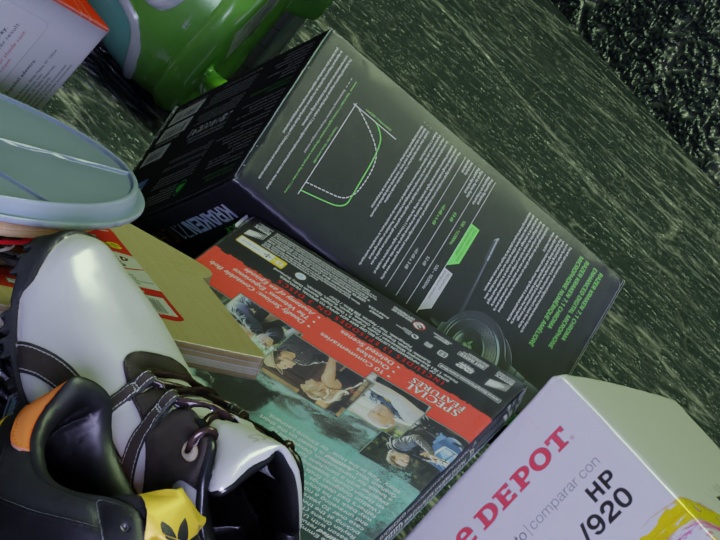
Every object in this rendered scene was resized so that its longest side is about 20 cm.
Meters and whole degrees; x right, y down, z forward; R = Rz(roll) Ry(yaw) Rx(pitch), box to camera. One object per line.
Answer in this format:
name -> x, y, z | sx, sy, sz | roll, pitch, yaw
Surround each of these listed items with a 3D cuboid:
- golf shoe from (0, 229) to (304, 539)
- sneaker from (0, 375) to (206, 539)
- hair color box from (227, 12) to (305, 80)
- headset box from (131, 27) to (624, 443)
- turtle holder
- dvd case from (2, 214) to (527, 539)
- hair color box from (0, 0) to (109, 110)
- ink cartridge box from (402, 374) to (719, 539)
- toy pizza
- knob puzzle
golf shoe -> -0.059, 0.063, 1.018 | 0.078, 0.094, 0.201 | 8, 54, -49
sneaker -> -0.078, 0.113, 0.921 | 0.070, 0.090, 0.200 | 31, 17, -46
hair color box -> -0.064, -0.202, 1.839 | 0.099, 0.200, 0.061 | 43, 49, 1
headset box -> 0.000, 0.000, 1.389 | 0.200, 0.093, 0.174 | 40, -24, -17
turtle holder -> -0.096, -0.173, 1.756 | 0.132, 0.141, 0.186 | 42, 13, 1
dvd case -> -0.034, 0.054, 1.190 | 0.146, 0.022, 0.200 | 31, 31, 12
hair color box -> -0.212, -0.119, 1.273 | 0.200, 0.102, 0.061 | 29, 17, -52
ink cartridge box -> 0.125, 0.167, 1.266 | 0.200, 0.147, 0.145 | 48, 13, 23
toy pizza -> -0.182, -0.047, 1.157 | 0.199, 0.032, 0.200 | 18, 13, -4
knob puzzle -> -0.152, -0.006, 1.166 | 0.219, 0.031, 0.220 | 18, 14, -5
